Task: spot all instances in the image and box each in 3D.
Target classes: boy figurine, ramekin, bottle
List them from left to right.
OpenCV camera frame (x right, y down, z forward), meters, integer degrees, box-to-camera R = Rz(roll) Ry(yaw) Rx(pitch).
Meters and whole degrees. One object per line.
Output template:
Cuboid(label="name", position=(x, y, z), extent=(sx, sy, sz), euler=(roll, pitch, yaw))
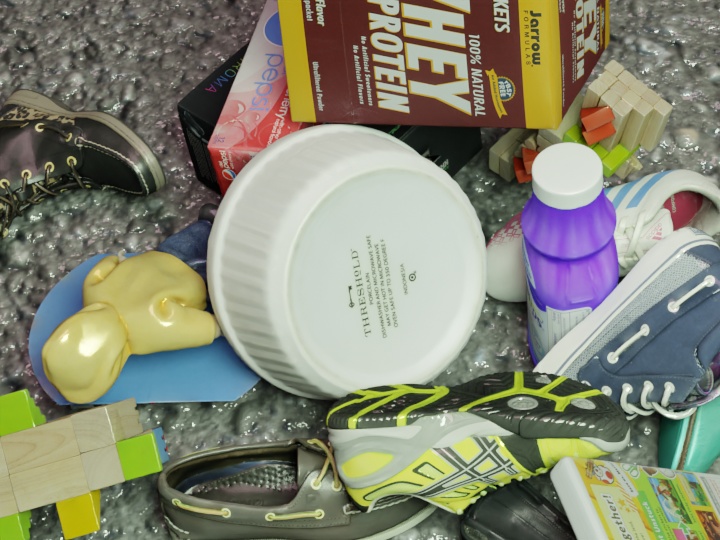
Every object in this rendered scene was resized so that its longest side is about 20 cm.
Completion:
Cuboid(label="boy figurine", position=(-0.148, 0.027, 1.104), extent=(0.123, 0.065, 0.200), euler=(24, 44, 25))
Cuboid(label="ramekin", position=(0.000, 0.000, 1.067), extent=(0.201, 0.204, 0.094), euler=(-33, 21, -18))
Cuboid(label="bottle", position=(0.146, -0.001, 1.053), extent=(0.064, 0.201, 0.084), euler=(-10, 49, 1))

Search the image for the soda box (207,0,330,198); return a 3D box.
Cuboid(label="soda box", position=(-0.055, -0.144, 1.179), extent=(0.069, 0.064, 0.202), euler=(5, 52, 14))

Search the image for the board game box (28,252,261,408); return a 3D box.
Cuboid(label="board game box", position=(-0.153, 0.054, 1.169), extent=(0.197, 0.039, 0.159), euler=(-1, 44, 2))

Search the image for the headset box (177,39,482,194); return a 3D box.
Cuboid(label="headset box", position=(-0.019, -0.115, 1.252), extent=(0.199, 0.093, 0.174), euler=(32, 62, 31))

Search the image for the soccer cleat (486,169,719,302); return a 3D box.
Cuboid(label="soccer cleat", position=(0.186, -0.027, 1.141), extent=(0.198, 0.071, 0.086), euler=(-22, 19, -10))

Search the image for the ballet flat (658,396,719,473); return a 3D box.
Cuboid(label="ballet flat", position=(0.249, 0.073, 1.065), extent=(0.069, 0.068, 0.202), euler=(13, 52, -5))

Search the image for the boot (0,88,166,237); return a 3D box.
Cuboid(label="boot", position=(-0.273, -0.072, 1.273), extent=(0.198, 0.074, 0.151), euler=(24, 56, 32))

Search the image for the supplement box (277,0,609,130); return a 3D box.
Cuboid(label="supplement box", position=(0.067, -0.202, 1.106), extent=(0.197, 0.135, 0.198), euler=(4, 27, 20))

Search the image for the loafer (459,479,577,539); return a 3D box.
Cuboid(label="loafer", position=(0.154, 0.193, 0.970), extent=(0.199, 0.068, 0.071), euler=(28, 69, 33))

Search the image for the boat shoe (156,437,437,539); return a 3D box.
Cuboid(label="boat shoe", position=(-0.041, 0.151, 1.047), extent=(0.198, 0.061, 0.072), euler=(-9, 48, 3))

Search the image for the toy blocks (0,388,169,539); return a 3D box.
Cuboid(label="toy blocks", position=(-0.221, 0.133, 1.051), extent=(0.197, 0.137, 0.101), euler=(-16, 88, 5))

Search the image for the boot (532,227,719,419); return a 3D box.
Cuboid(label="boot", position=(0.184, 0.072, 1.013), extent=(0.201, 0.072, 0.091), euler=(-53, 45, 20))

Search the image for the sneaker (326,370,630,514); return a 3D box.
Cuboid(label="sneaker", position=(0.079, 0.116, 1.000), extent=(0.197, 0.078, 0.075), euler=(-3, 17, 11))

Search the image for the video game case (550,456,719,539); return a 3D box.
Cuboid(label="video game case", position=(0.221, 0.204, 0.915), extent=(0.180, 0.023, 0.201), euler=(11, 41, -31))

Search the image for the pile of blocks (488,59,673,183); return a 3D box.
Cuboid(label="pile of blocks", position=(0.161, -0.088, 1.167), extent=(0.062, 0.200, 0.082), euler=(-41, 95, -24))
